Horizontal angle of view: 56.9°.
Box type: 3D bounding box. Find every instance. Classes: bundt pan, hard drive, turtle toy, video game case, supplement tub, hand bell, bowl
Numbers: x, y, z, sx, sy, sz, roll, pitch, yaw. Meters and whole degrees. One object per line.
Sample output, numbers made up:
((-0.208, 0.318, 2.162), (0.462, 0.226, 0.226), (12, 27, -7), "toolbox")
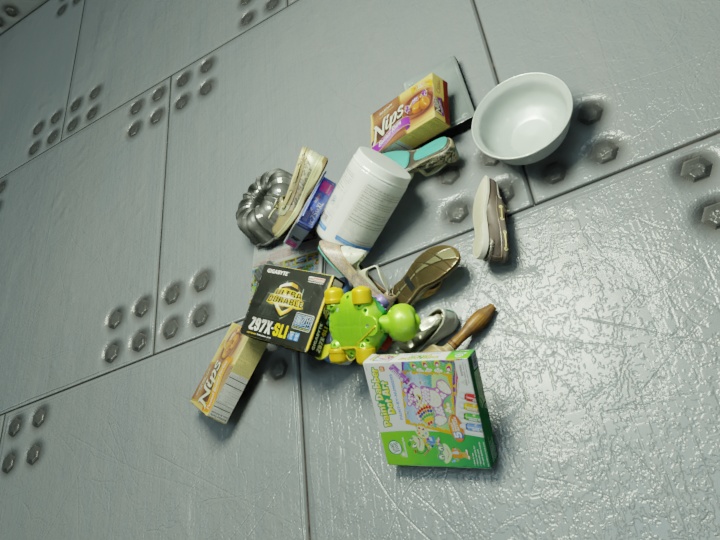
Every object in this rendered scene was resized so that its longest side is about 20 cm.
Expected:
((-0.224, -0.160, 1.590), (0.201, 0.076, 0.203), (-29, 41, 30), "bundt pan")
((0.179, -0.379, 1.505), (0.139, 0.033, 0.201), (-25, 55, 20), "hard drive")
((0.019, 0.100, 1.238), (0.199, 0.101, 0.147), (-4, 90, 45), "turtle toy")
((-0.168, -0.002, 1.538), (0.199, 0.023, 0.183), (-14, 59, 25), "video game case")
((0.004, -0.141, 1.393), (0.200, 0.132, 0.132), (-58, 47, 21), "supplement tub")
((0.175, 0.134, 1.218), (0.200, 0.104, 0.104), (-41, 49, -9), "hand bell")
((0.329, -0.283, 1.318), (0.200, 0.090, 0.202), (-15, 58, 26), "bowl")

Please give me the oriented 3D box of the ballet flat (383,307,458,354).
((0.097, 0.137, 1.264), (0.200, 0.069, 0.070), (-41, 51, 9), "ballet flat")

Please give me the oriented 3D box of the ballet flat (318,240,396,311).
((0.000, 0.000, 1.329), (0.067, 0.068, 0.200), (-43, 84, 20), "ballet flat")

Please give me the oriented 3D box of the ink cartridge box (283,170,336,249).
((-0.109, -0.128, 1.451), (0.120, 0.042, 0.200), (-63, 6, -20), "ink cartridge box")

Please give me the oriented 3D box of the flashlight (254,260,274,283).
((-0.161, 0.064, 1.446), (0.068, 0.068, 0.200), (-31, 63, -9), "flashlight")

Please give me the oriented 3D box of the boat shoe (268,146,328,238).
((-0.139, -0.162, 1.395), (0.200, 0.063, 0.073), (-59, 8, 13), "boat shoe")

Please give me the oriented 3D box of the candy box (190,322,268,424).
((-0.287, 0.221, 1.454), (0.115, 0.055, 0.201), (10, 71, 58), "candy box")

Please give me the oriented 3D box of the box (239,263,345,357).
((-0.141, 0.077, 1.352), (0.199, 0.049, 0.160), (10, 77, 39), "box")

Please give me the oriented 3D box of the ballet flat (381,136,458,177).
((0.120, -0.229, 1.436), (0.199, 0.075, 0.068), (-11, 48, 31), "ballet flat")

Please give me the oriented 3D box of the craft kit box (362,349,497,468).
((0.118, 0.237, 1.136), (0.197, 0.048, 0.201), (-7, 103, 33), "craft kit box")

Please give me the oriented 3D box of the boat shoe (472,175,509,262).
((0.256, -0.100, 1.289), (0.059, 0.072, 0.201), (12, 52, -5), "boat shoe")

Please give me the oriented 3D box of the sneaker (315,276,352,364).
((-0.044, 0.107, 1.370), (0.074, 0.082, 0.201), (-31, 40, 42), "sneaker")

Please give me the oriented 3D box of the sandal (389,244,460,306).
((0.125, 0.026, 1.318), (0.200, 0.054, 0.080), (-47, 43, 22), "sandal")

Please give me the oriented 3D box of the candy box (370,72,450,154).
((0.106, -0.332, 1.471), (0.200, 0.056, 0.117), (-23, 58, 43), "candy box")
